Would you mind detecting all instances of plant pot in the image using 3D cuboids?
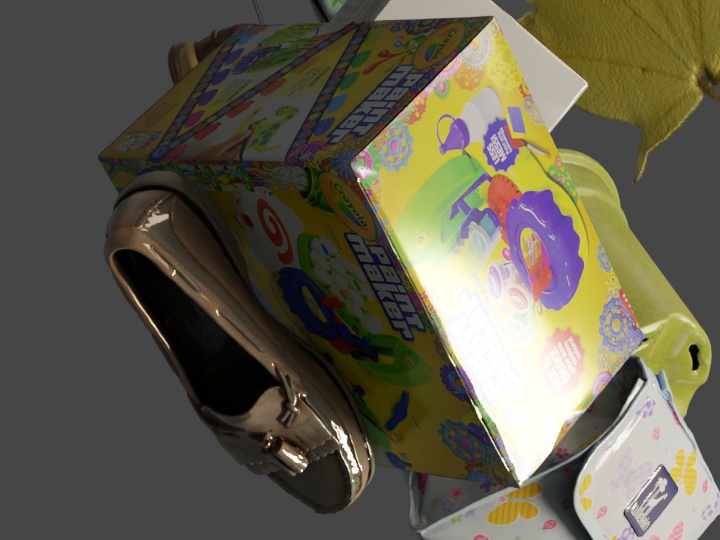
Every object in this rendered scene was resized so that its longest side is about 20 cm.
[{"bbox_3d":[0.164,0.040,1.767,0.184,0.200,0.201,49,-5,42],"label":"plant pot"}]

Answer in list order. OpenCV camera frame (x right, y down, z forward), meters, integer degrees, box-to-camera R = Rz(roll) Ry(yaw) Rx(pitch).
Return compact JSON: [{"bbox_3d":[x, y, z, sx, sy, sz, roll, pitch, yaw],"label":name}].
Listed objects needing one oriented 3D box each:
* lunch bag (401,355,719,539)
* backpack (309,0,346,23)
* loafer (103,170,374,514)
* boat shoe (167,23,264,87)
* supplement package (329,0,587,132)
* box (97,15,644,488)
[{"bbox_3d":[0.145,0.158,1.645,0.127,0.199,0.170,-106,169,-45],"label":"lunch bag"},{"bbox_3d":[0.014,-0.277,2.223,0.178,0.150,0.201,56,18,-55],"label":"backpack"},{"bbox_3d":[-0.065,0.048,1.136,0.200,0.072,0.063,57,29,-18],"label":"loafer"},{"bbox_3d":[-0.054,-0.060,1.445,0.072,0.067,0.201,2,65,-81],"label":"boat shoe"},{"bbox_3d":[0.044,-0.131,1.696,0.152,0.151,0.200,39,1,-11],"label":"supplement package"},{"bbox_3d":[0.006,-0.011,1.179,0.192,0.122,0.201,5,-48,46],"label":"box"}]
